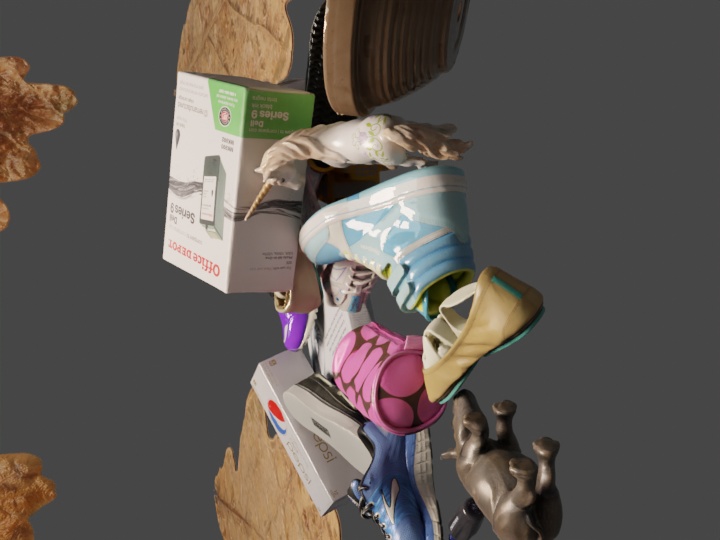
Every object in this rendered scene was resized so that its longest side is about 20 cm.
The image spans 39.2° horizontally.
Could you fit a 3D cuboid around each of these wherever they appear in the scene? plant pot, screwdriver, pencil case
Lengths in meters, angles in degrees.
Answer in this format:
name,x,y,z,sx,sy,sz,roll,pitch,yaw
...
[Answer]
name,x,y,z,sx,sy,sz,roll,pitch,yaw
plant pot,0.040,-0.225,0.847,0.201,0.092,0.203,12,-90,-79
screwdriver,0.086,0.264,0.985,0.029,0.028,0.201,47,151,16
pencil case,0.028,0.102,1.030,0.200,0.090,0.095,-169,75,-74

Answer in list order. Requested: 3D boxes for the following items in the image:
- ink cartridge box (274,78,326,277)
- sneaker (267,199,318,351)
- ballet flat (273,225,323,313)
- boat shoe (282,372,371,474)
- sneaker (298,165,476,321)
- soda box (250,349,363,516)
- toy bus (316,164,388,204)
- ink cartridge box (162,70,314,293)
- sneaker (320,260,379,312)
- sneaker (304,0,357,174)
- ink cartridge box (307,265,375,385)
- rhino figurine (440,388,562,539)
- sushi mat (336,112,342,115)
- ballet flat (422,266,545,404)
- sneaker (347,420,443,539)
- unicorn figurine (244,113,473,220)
name,x,y,z,sx,sy,sz,roll,pitch,yaw
ink cartridge box,-0.062,-0.091,1.154,0.201,0.057,0.163,65,158,13
sneaker,-0.105,0.001,1.277,0.070,0.098,0.202,158,114,-77
ballet flat,-0.091,-0.048,1.102,0.069,0.069,0.202,175,80,-72
boat shoe,-0.011,0.176,1.188,0.199,0.063,0.071,31,146,42
sneaker,0.023,-0.007,0.942,0.199,0.079,0.132,-22,75,43
soda box,-0.064,0.202,1.284,0.201,0.063,0.068,59,153,17
toy bus,-0.025,-0.120,1.182,0.200,0.064,0.079,-148,56,-69
ink cartridge box,-0.127,-0.090,1.023,0.145,0.083,0.202,23,110,50
sneaker,0.000,0.000,1.103,0.200,0.074,0.088,144,128,-72
sneaker,-0.028,-0.198,1.062,0.090,0.069,0.202,120,161,-71
ink cartridge box,-0.024,0.089,1.265,0.200,0.040,0.202,112,149,-55
rhino figurine,0.108,0.156,0.830,0.200,0.059,0.088,-135,39,-68
sushi mat,0.007,-0.209,0.978,0.200,0.012,0.097,-44,-41,-68
ballet flat,0.088,0.052,0.853,0.063,0.069,0.200,39,146,2
sneaker,0.032,0.241,1.008,0.079,0.088,0.202,97,168,-58
unicorn figurine,-0.004,-0.111,0.935,0.199,0.136,0.075,-22,77,47
